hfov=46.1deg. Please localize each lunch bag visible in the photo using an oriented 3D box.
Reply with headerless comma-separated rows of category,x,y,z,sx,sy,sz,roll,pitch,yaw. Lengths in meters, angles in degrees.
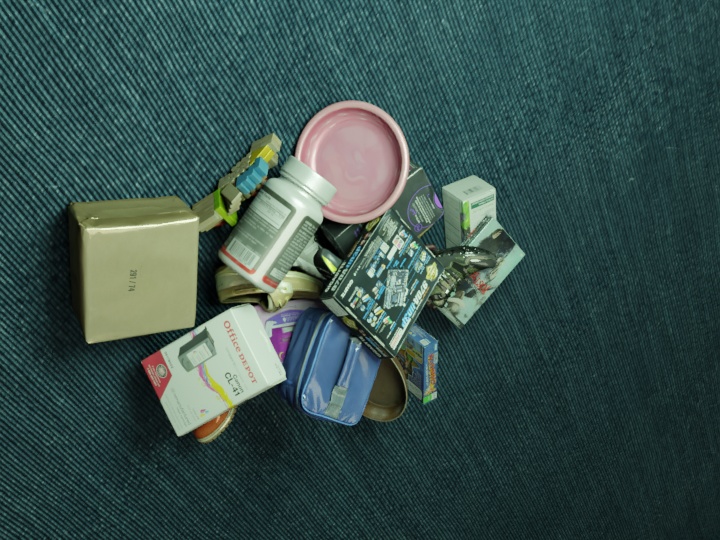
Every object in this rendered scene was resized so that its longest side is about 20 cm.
lunch bag,-0.043,0.157,1.457,0.135,0.132,0.203,21,84,-30

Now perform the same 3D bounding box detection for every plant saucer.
plant saucer,-0.012,-0.181,1.424,0.202,0.199,0.051,-59,170,11
plant saucer,0.017,0.201,1.650,0.034,0.198,0.203,-35,135,-42

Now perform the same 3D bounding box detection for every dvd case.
dvd case,0.222,0.005,1.656,0.200,0.022,0.146,-48,132,2

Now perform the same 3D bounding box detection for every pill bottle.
pill bottle,-0.132,-0.075,1.371,0.113,0.114,0.201,35,91,-40

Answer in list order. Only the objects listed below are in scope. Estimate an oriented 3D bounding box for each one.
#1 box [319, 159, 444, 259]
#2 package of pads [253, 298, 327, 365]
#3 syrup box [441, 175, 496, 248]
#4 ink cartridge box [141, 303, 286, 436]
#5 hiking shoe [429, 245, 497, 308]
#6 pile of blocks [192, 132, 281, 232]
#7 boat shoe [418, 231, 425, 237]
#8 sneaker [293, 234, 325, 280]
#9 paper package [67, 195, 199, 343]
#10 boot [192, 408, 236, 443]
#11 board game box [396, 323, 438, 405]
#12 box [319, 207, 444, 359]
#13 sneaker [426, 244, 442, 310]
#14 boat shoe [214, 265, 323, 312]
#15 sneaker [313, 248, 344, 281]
box,0.032,-0.103,1.522,0.199,0.106,0.123,-39,131,-6
package of pads,-0.125,0.119,1.542,0.197,0.122,0.076,-8,162,-30
syrup box,0.218,-0.075,1.673,0.078,0.081,0.202,-21,125,-19
ink cartridge box,-0.248,0.167,1.431,0.198,0.149,0.085,-30,175,18
hiking shoe,0.158,0.014,1.575,0.197,0.076,0.102,-9,101,8
pile of blocks,-0.188,-0.129,1.384,0.200,0.082,0.062,-47,131,-1
boat shoe,0.068,-0.049,1.600,0.200,0.071,0.065,-44,130,-4
sneaker,-0.091,-0.038,1.505,0.199,0.074,0.083,24,86,-48
paper package,-0.357,-0.006,1.337,0.188,0.103,0.203,-7,119,-28
boot,-0.269,0.216,1.548,0.107,0.075,0.202,29,91,-37
board game box,0.075,0.149,1.635,0.034,0.200,0.137,-20,127,-28
box,0.041,0.020,1.419,0.159,0.046,0.201,45,60,-24
sneaker,0.152,0.011,1.665,0.198,0.076,0.116,14,131,-37
boat shoe,-0.160,0.039,1.488,0.197,0.067,0.074,6,157,-21
sneaker,0.000,0.000,1.462,0.199,0.073,0.082,29,85,-40
